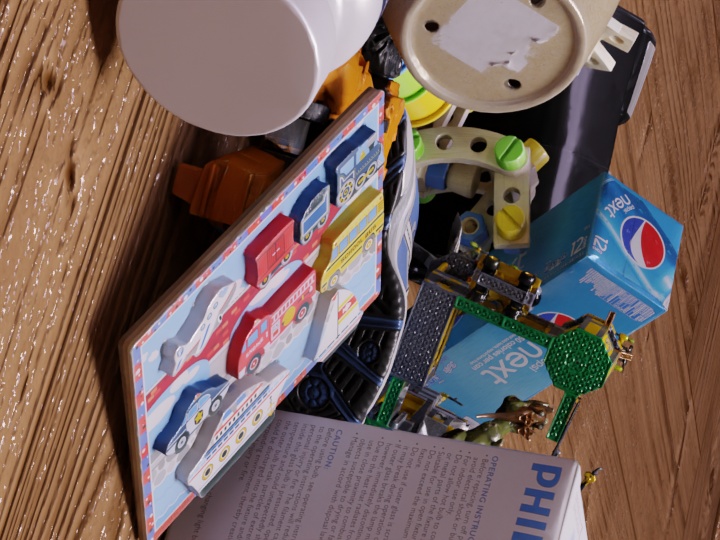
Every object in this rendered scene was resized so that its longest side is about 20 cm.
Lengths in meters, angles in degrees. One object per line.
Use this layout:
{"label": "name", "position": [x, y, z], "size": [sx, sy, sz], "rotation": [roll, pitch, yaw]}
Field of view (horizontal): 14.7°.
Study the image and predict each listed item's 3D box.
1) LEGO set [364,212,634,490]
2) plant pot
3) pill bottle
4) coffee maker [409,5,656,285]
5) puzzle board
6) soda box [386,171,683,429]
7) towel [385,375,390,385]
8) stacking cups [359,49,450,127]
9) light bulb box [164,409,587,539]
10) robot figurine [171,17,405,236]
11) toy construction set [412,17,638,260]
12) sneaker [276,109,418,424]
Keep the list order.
{"label": "LEGO set", "position": [0.070, 0.079, 1.593], "size": [0.116, 0.153, 0.201], "rotation": [-40, 144, -72]}
{"label": "plant pot", "position": [0.069, -0.182, 1.418], "size": [0.201, 0.186, 0.188], "rotation": [-84, 171, -45]}
{"label": "pill bottle", "position": [-0.033, -0.156, 1.259], "size": [0.201, 0.115, 0.116], "rotation": [-66, 159, -46]}
{"label": "coffee maker", "position": [0.107, -0.080, 1.789], "size": [0.192, 0.134, 0.202], "rotation": [33, 66, -73]}
{"label": "puzzle board", "position": [-0.045, 0.024, 1.357], "size": [0.200, 0.017, 0.151], "rotation": [-47, 152, -33]}
{"label": "soda box", "position": [0.101, 0.024, 1.663], "size": [0.200, 0.064, 0.068], "rotation": [-35, -151, 45]}
{"label": "towel", "position": [0.000, 0.068, 1.688], "size": [0.200, 0.024, 0.148], "rotation": [75, 25, -60]}
{"label": "stacking cups", "position": [0.009, -0.133, 1.529], "size": [0.200, 0.060, 0.061], "rotation": [46, 54, -72]}
{"label": "light bulb box", "position": [0.015, 0.182, 1.460], "size": [0.199, 0.199, 0.125], "rotation": [77, 26, -55]}
{"label": "robot figurine", "position": [-0.029, -0.070, 1.415], "size": [0.200, 0.058, 0.146], "rotation": [3, 103, -75]}
{"label": "toy construction set", "position": [0.082, -0.106, 1.668], "size": [0.201, 0.130, 0.092], "rotation": [-57, 158, -30]}
{"label": "sneaker", "position": [0.000, 0.000, 1.544], "size": [0.077, 0.075, 0.201], "rotation": [24, 78, -75]}
